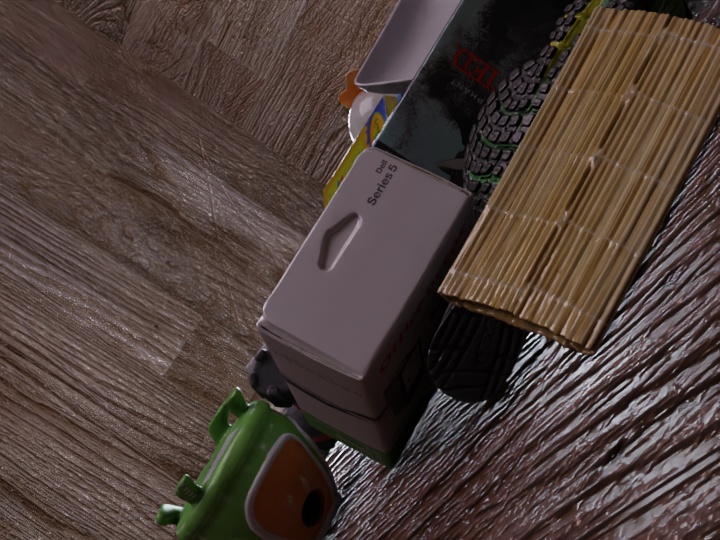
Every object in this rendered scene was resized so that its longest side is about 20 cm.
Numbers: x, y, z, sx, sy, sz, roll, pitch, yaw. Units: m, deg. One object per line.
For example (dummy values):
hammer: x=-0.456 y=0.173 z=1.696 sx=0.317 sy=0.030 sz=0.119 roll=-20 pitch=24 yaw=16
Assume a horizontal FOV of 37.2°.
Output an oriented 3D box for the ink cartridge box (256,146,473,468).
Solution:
ink cartridge box: x=0.014 y=0.034 z=0.752 sx=0.147 sy=0.083 sz=0.201 roll=-59 pitch=-18 yaw=-18

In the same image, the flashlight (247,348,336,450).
flashlight: x=-0.057 y=0.120 z=1.017 sx=0.069 sy=0.067 sz=0.200 roll=-67 pitch=-19 yaw=-13

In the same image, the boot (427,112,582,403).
boot: x=0.103 y=-0.015 z=0.674 sx=0.201 sy=0.069 sz=0.132 roll=-52 pitch=-1 yaw=8

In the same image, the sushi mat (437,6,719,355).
sushi mat: x=0.127 y=-0.056 z=0.575 sx=0.202 sy=0.095 sz=0.012 roll=-59 pitch=-35 yaw=-14

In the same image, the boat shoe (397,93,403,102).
boat shoe: x=0.097 y=-0.097 z=0.915 sx=0.068 sy=0.202 sz=0.084 roll=-39 pitch=-34 yaw=18

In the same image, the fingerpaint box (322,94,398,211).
fingerpaint box: x=0.030 y=-0.035 z=1.042 sx=0.167 sy=0.072 sz=0.203 roll=127 pitch=145 yaw=-50

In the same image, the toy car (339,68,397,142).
toy car: x=0.031 y=-0.150 z=1.273 sx=0.175 sy=0.201 sz=0.185 roll=-17 pitch=26 yaw=39

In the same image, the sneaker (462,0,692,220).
sneaker: x=0.145 y=-0.105 z=0.706 sx=0.200 sy=0.085 sz=0.078 roll=-49 pitch=29 yaw=12

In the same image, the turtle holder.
turtle holder: x=-0.099 y=0.205 z=0.948 sx=0.186 sy=0.131 sz=0.142 roll=-55 pitch=6 yaw=36

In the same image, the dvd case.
dvd case: x=0.117 y=-0.136 z=0.815 sx=0.202 sy=0.145 sz=0.022 roll=-57 pitch=7 yaw=6

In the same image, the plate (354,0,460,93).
plate: x=0.113 y=-0.212 z=0.938 sx=0.201 sy=0.196 sz=0.033 roll=-65 pitch=-35 yaw=-44

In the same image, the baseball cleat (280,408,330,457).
baseball cleat: x=-0.088 y=0.217 z=1.155 sx=0.202 sy=0.069 sz=0.106 roll=-59 pitch=5 yaw=-18

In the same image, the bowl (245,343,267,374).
bowl: x=-0.027 y=0.068 z=1.205 sx=0.199 sy=0.075 sz=0.200 roll=-36 pitch=-4 yaw=-22
